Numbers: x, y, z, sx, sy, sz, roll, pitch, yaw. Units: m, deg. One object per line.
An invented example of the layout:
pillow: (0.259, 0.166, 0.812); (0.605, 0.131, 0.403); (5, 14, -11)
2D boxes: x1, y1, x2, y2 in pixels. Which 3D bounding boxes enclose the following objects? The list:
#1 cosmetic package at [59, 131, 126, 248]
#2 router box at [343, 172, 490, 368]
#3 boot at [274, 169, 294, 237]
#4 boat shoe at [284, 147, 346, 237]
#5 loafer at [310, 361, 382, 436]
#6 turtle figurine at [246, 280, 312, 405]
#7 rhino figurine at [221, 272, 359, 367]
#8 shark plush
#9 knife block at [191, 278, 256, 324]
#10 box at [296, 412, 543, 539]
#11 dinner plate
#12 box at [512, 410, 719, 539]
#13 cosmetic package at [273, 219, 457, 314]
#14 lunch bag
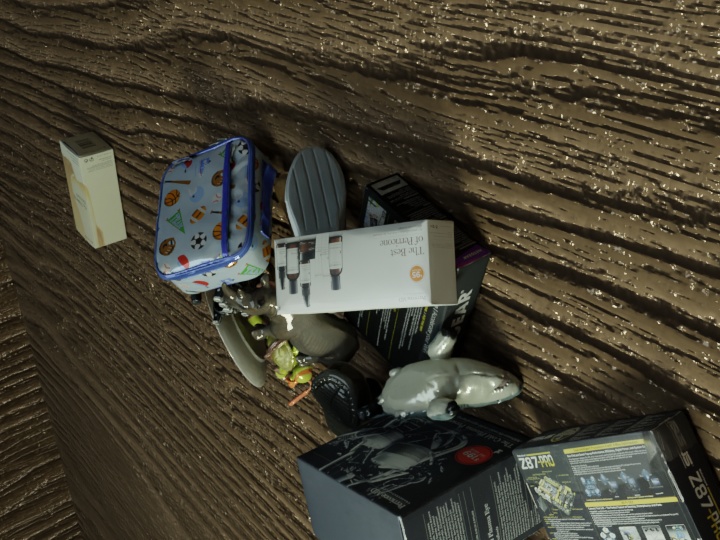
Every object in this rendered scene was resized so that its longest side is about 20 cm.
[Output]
cosmetic package: (-0.523, -0.157, 1.777); (0.105, 0.071, 0.201); (35, 136, 43)
router box: (0.054, 0.019, 0.982); (0.149, 0.051, 0.200); (45, 143, 32)
boot: (-0.065, -0.037, 1.117); (0.200, 0.075, 0.074); (59, 150, 18)
boat shoe: (-0.050, -0.046, 1.048); (0.062, 0.072, 0.201); (100, 166, -65)
loafer: (-0.010, 0.153, 1.111); (0.073, 0.071, 0.200); (35, 159, 17)
turtle figurine: (-0.113, 0.106, 1.292); (0.161, 0.064, 0.200); (57, 149, 21)
rhino figurine: (-0.082, 0.056, 1.048); (0.087, 0.200, 0.060); (-12, 54, 44)
shark plush: (0.070, 0.142, 0.955); (0.200, 0.083, 0.091); (-37, 48, 35)
knife block: (-0.193, -0.034, 1.233); (0.064, 0.176, 0.201); (-15, 97, 15)
box: (0.063, 0.237, 0.977); (0.200, 0.182, 0.104); (11, 118, 55)
dinner plate: (-0.178, 0.076, 1.341); (0.200, 0.024, 0.201); (-90, -26, -80)
box: (0.238, 0.219, 0.818); (0.162, 0.049, 0.200); (64, 150, 4)
cosmetic package: (0.000, 0.000, 0.911); (0.200, 0.051, 0.083); (-6, 87, 39)
lunch bag: (-0.184, -0.076, 1.170); (0.160, 0.076, 0.201); (-16, 59, 24)
